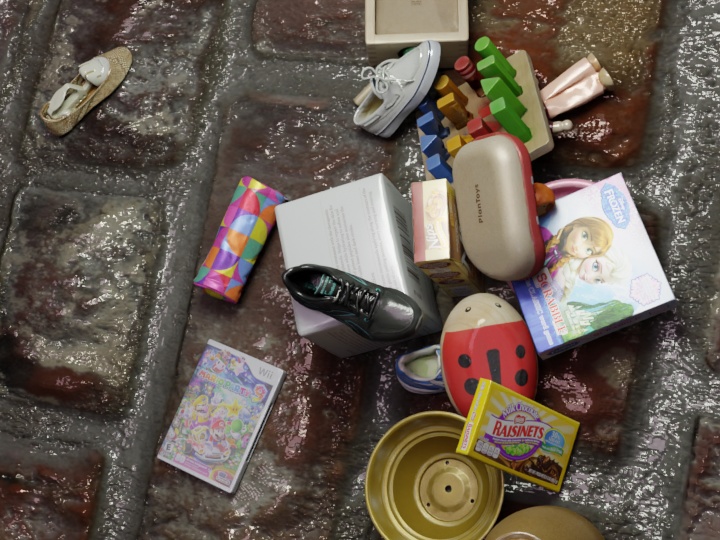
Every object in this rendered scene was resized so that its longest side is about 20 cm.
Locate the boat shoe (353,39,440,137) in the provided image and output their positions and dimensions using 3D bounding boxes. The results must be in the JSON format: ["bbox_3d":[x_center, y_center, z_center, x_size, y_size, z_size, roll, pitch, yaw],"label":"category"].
[{"bbox_3d":[0.043,-0.280,1.777,0.086,0.202,0.075,13,57,-22],"label":"boat shoe"}]

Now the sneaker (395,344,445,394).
[{"bbox_3d":[0.143,0.143,1.683,0.199,0.077,0.076,-6,71,15],"label":"sneaker"}]

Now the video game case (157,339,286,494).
[{"bbox_3d":[-0.214,0.222,1.818,0.143,0.018,0.201,20,82,24],"label":"video game case"}]

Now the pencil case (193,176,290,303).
[{"bbox_3d":[-0.188,-0.049,1.856,0.088,0.088,0.201,22,81,24],"label":"pencil case"}]

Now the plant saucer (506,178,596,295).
[{"bbox_3d":[0.299,-0.029,1.692,0.199,0.051,0.202,-5,72,17],"label":"plant saucer"}]

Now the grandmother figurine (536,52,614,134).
[{"bbox_3d":[0.272,-0.247,1.761,0.199,0.061,0.122,-32,39,6],"label":"grandmother figurine"}]

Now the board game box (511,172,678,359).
[{"bbox_3d":[0.306,-0.006,1.633,0.199,0.041,0.201,-24,68,12],"label":"board game box"}]

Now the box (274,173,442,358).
[{"bbox_3d":[0.000,0.000,1.708,0.170,0.200,0.200,-16,71,13],"label":"box"}]

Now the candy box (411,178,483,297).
[{"bbox_3d":[0.125,-0.042,1.675,0.055,0.200,0.116,-7,73,17],"label":"candy box"}]

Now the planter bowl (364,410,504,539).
[{"bbox_3d":[0.112,0.301,1.643,0.199,0.083,0.202,-5,74,19],"label":"planter bowl"}]

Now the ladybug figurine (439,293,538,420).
[{"bbox_3d":[0.179,0.131,1.617,0.135,0.072,0.201,-12,91,-3],"label":"ladybug figurine"}]

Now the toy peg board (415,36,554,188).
[{"bbox_3d":[0.156,-0.228,1.721,0.199,0.098,0.201,-27,46,23],"label":"toy peg board"}]

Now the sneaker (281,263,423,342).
[{"bbox_3d":[-0.016,0.041,1.554,0.199,0.079,0.076,17,84,18],"label":"sneaker"}]

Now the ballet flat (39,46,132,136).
[{"bbox_3d":[-0.476,-0.315,2.041,0.070,0.065,0.200,42,91,25],"label":"ballet flat"}]

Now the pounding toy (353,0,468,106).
[{"bbox_3d":[0.075,-0.377,1.842,0.183,0.142,0.201,-1,76,4],"label":"pounding toy"}]

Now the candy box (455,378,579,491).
[{"bbox_3d":[0.213,0.221,1.576,0.026,0.200,0.103,5,73,49],"label":"candy box"}]

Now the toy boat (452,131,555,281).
[{"bbox_3d":[0.211,-0.088,1.610,0.130,0.130,0.201,-6,92,57],"label":"toy boat"}]

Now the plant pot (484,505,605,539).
[{"bbox_3d":[0.222,0.390,1.517,0.185,0.200,0.188,-5,74,18],"label":"plant pot"}]
